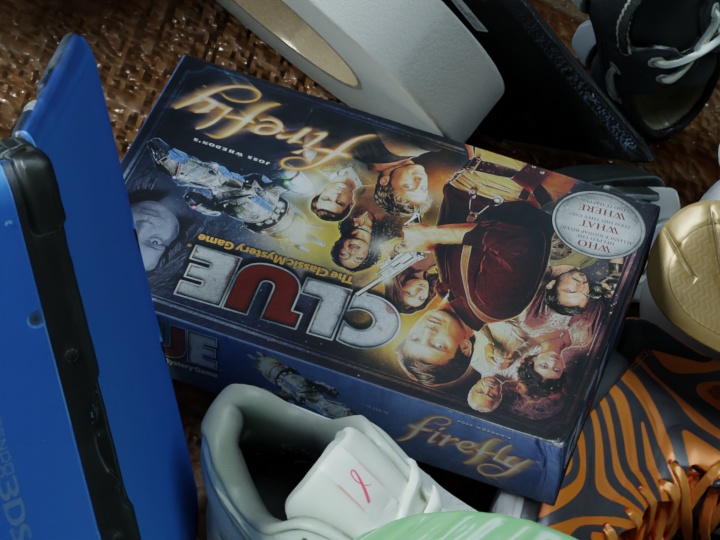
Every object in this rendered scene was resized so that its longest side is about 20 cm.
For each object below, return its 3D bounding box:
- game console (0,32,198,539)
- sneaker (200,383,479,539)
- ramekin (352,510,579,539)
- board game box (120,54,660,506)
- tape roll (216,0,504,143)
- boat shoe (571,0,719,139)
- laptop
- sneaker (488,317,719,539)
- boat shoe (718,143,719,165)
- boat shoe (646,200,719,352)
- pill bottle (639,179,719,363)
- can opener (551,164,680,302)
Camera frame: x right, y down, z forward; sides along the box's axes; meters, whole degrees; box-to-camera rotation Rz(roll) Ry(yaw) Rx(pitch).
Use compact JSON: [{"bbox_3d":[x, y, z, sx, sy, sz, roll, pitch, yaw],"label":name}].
[{"bbox_3d":[-0.128,0.047,0.930,0.170,0.201,0.118,-20,24,-19],"label":"game console"},{"bbox_3d":[0.014,0.102,0.959,0.199,0.100,0.078,24,64,31],"label":"sneaker"},{"bbox_3d":[0.031,0.174,0.883,0.200,0.200,0.098,42,36,10],"label":"ramekin"},{"bbox_3d":[0.000,0.000,1.060,0.199,0.035,0.136,18,47,9],"label":"board game box"},{"bbox_3d":[-0.030,-0.122,1.133,0.202,0.203,0.037,39,86,5],"label":"tape roll"},{"bbox_3d":[0.135,-0.107,1.220,0.075,0.200,0.061,-32,80,1],"label":"boat shoe"},{"bbox_3d":[0.045,-0.149,1.199,0.177,0.200,0.103,46,74,-27],"label":"laptop"},{"bbox_3d":[0.111,0.091,1.077,0.111,0.078,0.200,23,44,6],"label":"sneaker"},{"bbox_3d":[0.244,-0.020,1.118,0.200,0.071,0.091,41,62,2],"label":"boat shoe"},{"bbox_3d":[0.205,0.035,1.079,0.200,0.071,0.069,35,10,12],"label":"boat shoe"},{"bbox_3d":[0.210,-0.008,1.217,0.112,0.113,0.200,47,44,14],"label":"pill bottle"},{"bbox_3d":[0.053,-0.014,1.183,0.199,0.053,0.066,-1,18,-34],"label":"can opener"}]
